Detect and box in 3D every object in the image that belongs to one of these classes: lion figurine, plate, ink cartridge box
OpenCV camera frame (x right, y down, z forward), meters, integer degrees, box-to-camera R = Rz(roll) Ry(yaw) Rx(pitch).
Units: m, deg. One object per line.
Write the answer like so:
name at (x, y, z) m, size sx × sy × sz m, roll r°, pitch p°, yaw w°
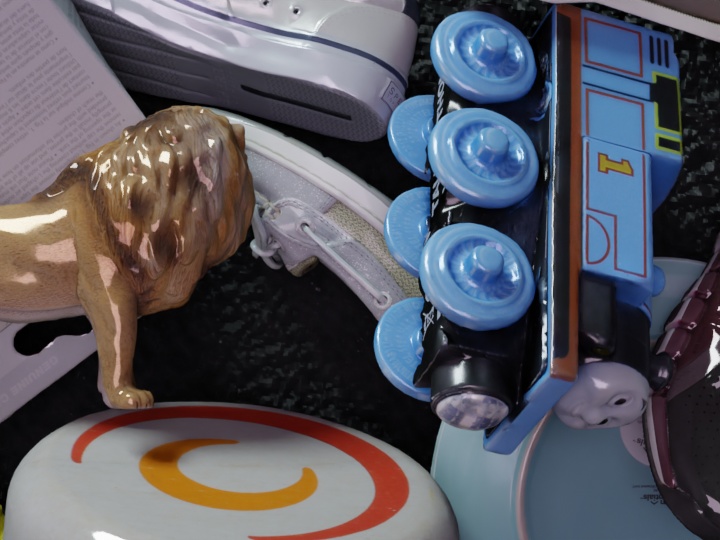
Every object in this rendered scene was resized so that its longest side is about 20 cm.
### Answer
lion figurine at (-0.141, -0.002, 0.780) m, size 0.199 × 0.072 × 0.123 m, roll -4°, pitch 87°, yaw -4°
plate at (0.128, 0.095, 0.824) m, size 0.199 × 0.026 × 0.201 m, roll -2°, pitch 97°, yaw -12°
ink cartridge box at (-0.173, -0.046, 0.822) m, size 0.162 × 0.050 × 0.200 m, roll -37°, pitch 117°, yaw 4°

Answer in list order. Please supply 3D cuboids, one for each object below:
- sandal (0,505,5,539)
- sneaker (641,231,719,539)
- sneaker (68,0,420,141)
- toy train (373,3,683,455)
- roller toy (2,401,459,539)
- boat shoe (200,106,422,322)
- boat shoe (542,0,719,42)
sandal at (-0.223, 0.086, 0.845) m, size 0.079 × 0.087 × 0.200 m, roll -41°, pitch 99°, yaw -11°
sneaker at (0.180, 0.008, 0.764) m, size 0.075 × 0.116 × 0.201 m, roll 25°, pitch 61°, yaw -12°
sneaker at (-0.068, -0.117, 0.857) m, size 0.199 × 0.073 × 0.071 m, roll 19°, pitch 67°, yaw 6°
toy train at (0.072, -0.021, 0.772) m, size 0.114 × 0.087 × 0.201 m, roll 12°, pitch 55°, yaw -12°
roller toy at (-0.058, 0.146, 0.777) m, size 0.182 × 0.200 × 0.140 m, roll 18°, pitch 109°, yaw 32°
boat shoe at (0.001, 0.000, 0.843) m, size 0.202 × 0.074 × 0.065 m, roll 37°, pitch 90°, yaw -3°
boat shoe at (0.126, -0.137, 0.802) m, size 0.201 × 0.072 × 0.060 m, roll 10°, pitch 110°, yaw -17°
